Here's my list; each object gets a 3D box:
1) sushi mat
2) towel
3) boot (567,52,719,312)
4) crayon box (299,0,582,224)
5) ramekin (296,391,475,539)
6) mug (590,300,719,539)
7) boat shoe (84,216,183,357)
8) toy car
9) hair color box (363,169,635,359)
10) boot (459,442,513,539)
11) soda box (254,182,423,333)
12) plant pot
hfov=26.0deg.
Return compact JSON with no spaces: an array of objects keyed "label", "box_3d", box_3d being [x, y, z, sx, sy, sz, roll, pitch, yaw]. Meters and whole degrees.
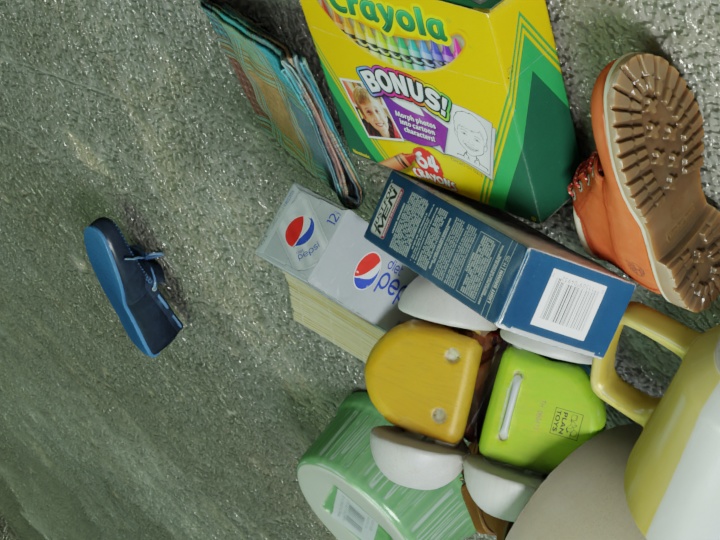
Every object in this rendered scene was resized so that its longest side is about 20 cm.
[{"label":"sushi mat","box_3d":[-0.001,0.061,1.544,0.200,0.012,0.096,30,151,31]},{"label":"towel","box_3d":[-0.066,-0.139,1.271,0.200,0.022,0.147,42,161,56]},{"label":"boot","box_3d":[0.170,-0.064,1.023,0.107,0.075,0.200,29,151,43]},{"label":"crayon box","box_3d":[0.052,-0.140,1.098,0.200,0.058,0.173,24,146,42]},{"label":"ramekin","box_3d":[0.026,0.235,1.656,0.200,0.098,0.200,36,153,21]},{"label":"mug","box_3d":[0.248,0.108,1.059,0.186,0.150,0.153,10,138,6]},{"label":"boat shoe","box_3d":[-0.263,0.009,1.820,0.084,0.069,0.200,38,154,38]},{"label":"toy car","box_3d":[0.110,0.099,1.276,0.199,0.176,0.150,16,-174,21]},{"label":"hair color box","box_3d":[0.095,-0.007,1.125,0.100,0.061,0.200,18,-170,-31]},{"label":"boot","box_3d":[0.128,0.219,1.384,0.076,0.201,0.155,7,158,-19]},{"label":"soda box","box_3d":[0.000,0.000,1.292,0.063,0.068,0.200,28,177,35]},{"label":"plant pot","box_3d":[0.216,0.240,1.215,0.134,0.200,0.201,35,154,38]}]
